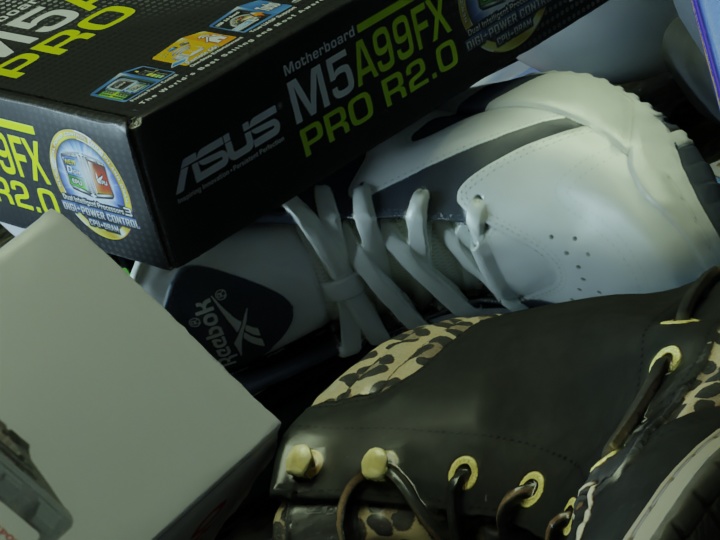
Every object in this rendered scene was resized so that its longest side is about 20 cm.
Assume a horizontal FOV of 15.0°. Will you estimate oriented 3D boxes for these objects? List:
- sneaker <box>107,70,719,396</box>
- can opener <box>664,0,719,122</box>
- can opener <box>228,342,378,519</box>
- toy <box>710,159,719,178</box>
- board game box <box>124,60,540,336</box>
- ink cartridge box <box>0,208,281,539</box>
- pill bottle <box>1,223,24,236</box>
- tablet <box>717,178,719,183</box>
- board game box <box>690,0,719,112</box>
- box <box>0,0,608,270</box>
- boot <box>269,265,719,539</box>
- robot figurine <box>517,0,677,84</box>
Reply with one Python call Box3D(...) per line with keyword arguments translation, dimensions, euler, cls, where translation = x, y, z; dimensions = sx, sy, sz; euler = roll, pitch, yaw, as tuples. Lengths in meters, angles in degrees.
Box3D(translation=(0.000, 0.000, 0.751), dimensions=(0.199, 0.080, 0.130), euler=(25, 54, 39), cls="sneaker")
Box3D(translation=(0.102, -0.064, 0.651), dimensions=(0.053, 0.067, 0.200), euler=(-36, 9, 3), cls="can opener")
Box3D(translation=(-0.080, 0.064, 0.811), dimensions=(0.200, 0.053, 0.067), euler=(-34, 19, -23), cls="can opener")
Box3D(translation=(0.172, -0.040, 0.707), dimensions=(0.115, 0.047, 0.200), euler=(-22, 16, -9), cls="toy")
Box3D(translation=(-0.005, -0.003, 0.921), dimensions=(0.200, 0.037, 0.151), euler=(-26, 17, 1), cls="board game box")
Box3D(translation=(-0.129, 0.097, 0.645), dimensions=(0.200, 0.086, 0.148), euler=(-42, -7, -36), cls="ink cartridge box")
Box3D(translation=(-0.081, -0.104, 1.184), dimensions=(0.200, 0.120, 0.120), euler=(-36, 19, -26), cls="pill bottle")
Box3D(translation=(0.108, 0.009, 0.752), dimensions=(0.130, 0.014, 0.200), euler=(-28, 18, -4), cls="tablet")
Box3D(translation=(0.123, -0.082, 0.512), dimensions=(0.134, 0.045, 0.200), euler=(-14, 48, 8), cls="board game box")
Box3D(translation=(-0.036, -0.077, 0.777), dimensions=(0.200, 0.044, 0.160), euler=(-33, 32, -33), cls="box")
Box3D(translation=(0.044, 0.058, 0.594), dimensions=(0.151, 0.073, 0.200), euler=(-14, 28, 39), cls="boot")
Box3D(translation=(0.100, -0.126, 0.939), dimensions=(0.170, 0.113, 0.200), euler=(-20, 1, 32), cls="robot figurine")
